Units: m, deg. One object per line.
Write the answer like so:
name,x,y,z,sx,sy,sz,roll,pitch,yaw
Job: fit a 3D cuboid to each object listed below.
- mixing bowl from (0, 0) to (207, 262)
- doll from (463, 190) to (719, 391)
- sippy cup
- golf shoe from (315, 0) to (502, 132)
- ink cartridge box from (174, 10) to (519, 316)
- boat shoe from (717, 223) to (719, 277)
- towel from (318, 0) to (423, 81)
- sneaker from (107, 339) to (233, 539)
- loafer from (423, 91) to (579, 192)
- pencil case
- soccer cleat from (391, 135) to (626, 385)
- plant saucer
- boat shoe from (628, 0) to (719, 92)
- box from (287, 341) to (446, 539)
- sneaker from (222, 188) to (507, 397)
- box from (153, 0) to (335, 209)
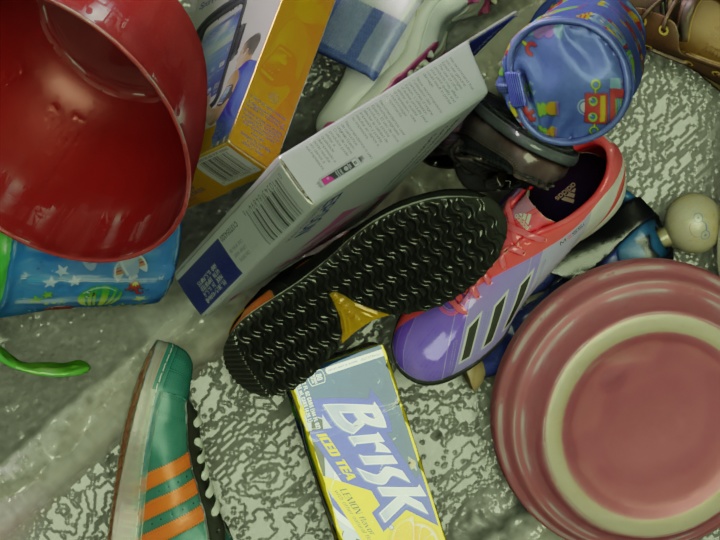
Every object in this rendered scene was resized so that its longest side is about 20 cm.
mixing bowl,-0.166,-0.114,1.513,0.200,0.200,0.109,36,47,-3
doll,0.148,0.008,1.703,0.199,0.048,0.137,-28,92,-1
sippy cup,-0.183,-0.032,1.645,0.130,0.140,0.178,6,132,-14
golf shoe,0.025,-0.169,1.693,0.091,0.075,0.200,37,82,9
ink cartridge box,-0.001,-0.062,1.586,0.200,0.196,0.043,-32,84,-29
boat shoe,0.283,-0.054,1.674,0.072,0.059,0.201,-9,119,-39
towel,0.014,-0.228,1.667,0.147,0.024,0.201,27,85,41
sneaker,-0.119,0.147,1.674,0.080,0.071,0.201,8,94,-8
loafer,0.083,-0.073,1.630,0.072,0.200,0.063,24,98,-18
pencil case,0.130,-0.129,1.595,0.086,0.200,0.078,-13,99,11
soccer cleat,0.092,-0.012,1.646,0.200,0.073,0.068,-44,74,-9
plant saucer,0.186,0.094,1.679,0.199,0.051,0.202,-2,105,-9
boat shoe,0.208,-0.175,1.702,0.199,0.068,0.072,29,87,-3
box,0.011,0.151,1.682,0.070,0.064,0.201,-18,91,-5
sneaker,0.000,0.000,1.639,0.200,0.090,0.070,-32,107,9
box,-0.071,-0.136,1.600,0.041,0.119,0.201,32,59,-27
